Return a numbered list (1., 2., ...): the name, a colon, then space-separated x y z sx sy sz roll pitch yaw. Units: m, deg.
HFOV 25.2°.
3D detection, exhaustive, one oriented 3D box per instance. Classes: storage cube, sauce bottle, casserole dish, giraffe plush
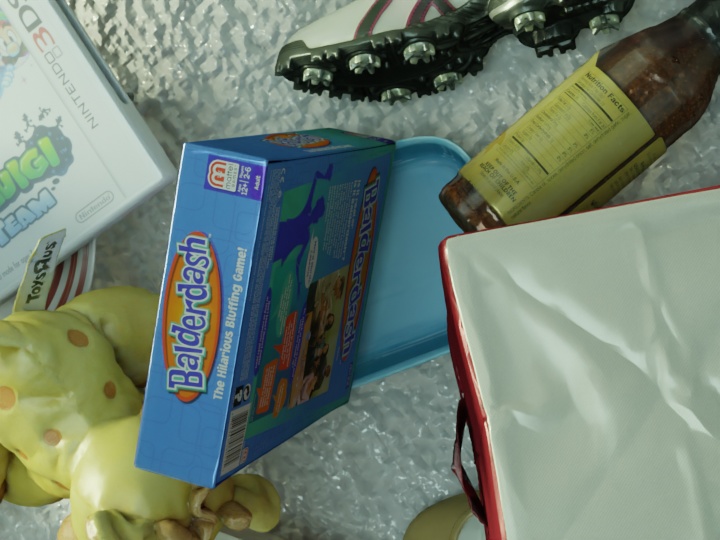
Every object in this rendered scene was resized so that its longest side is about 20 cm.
1. storage cube: 0.139 0.067 0.764 0.200 0.180 0.171 -10 76 3
2. sauce bottle: 0.133 -0.080 0.833 0.200 0.066 0.066 -39 84 -1
3. casserole dish: 0.000 0.000 0.912 0.200 0.039 0.121 -21 90 17
4. giraffe plush: -0.130 0.099 0.847 0.162 0.172 0.200 47 149 22

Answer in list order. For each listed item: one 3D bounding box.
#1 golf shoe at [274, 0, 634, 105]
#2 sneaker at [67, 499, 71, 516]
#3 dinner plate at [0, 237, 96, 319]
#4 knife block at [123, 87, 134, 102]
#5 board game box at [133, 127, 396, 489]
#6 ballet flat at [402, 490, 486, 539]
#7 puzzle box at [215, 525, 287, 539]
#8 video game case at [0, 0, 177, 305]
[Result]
1. golf shoe: 0.046 -0.149 0.872 0.200 0.077 0.088 -15 72 16
2. sneaker: -0.196 0.218 0.975 0.129 0.079 0.199 0 107 9
3. dinner plate: -0.241 -0.023 0.923 0.200 0.024 0.200 3 101 16
4. knife block: -0.238 -0.081 0.962 0.200 0.064 0.176 43 106 9
5. board game box: -0.042 0.009 0.802 0.045 0.200 0.152 13 100 16
6. ballet flat: 0.116 0.153 0.879 0.200 0.063 0.069 3 76 15
7. puzzle box: -0.027 0.229 0.920 0.200 0.025 0.133 23 104 -8
8. video game case: -0.227 -0.073 0.887 0.200 0.024 0.182 -34 89 18
